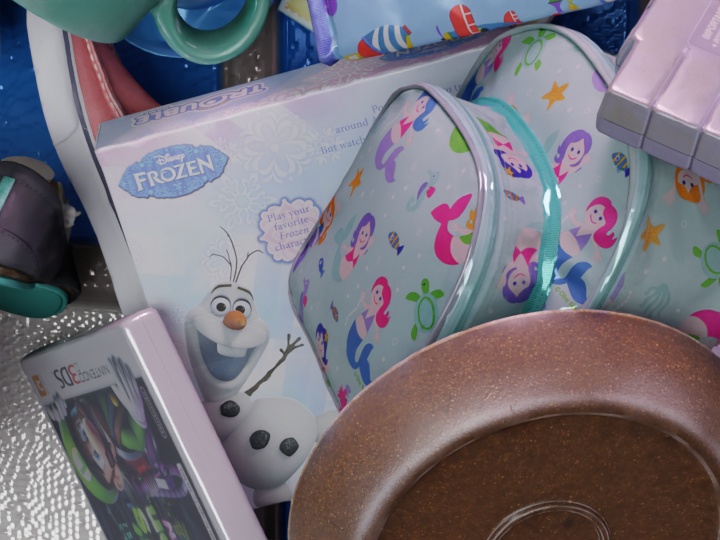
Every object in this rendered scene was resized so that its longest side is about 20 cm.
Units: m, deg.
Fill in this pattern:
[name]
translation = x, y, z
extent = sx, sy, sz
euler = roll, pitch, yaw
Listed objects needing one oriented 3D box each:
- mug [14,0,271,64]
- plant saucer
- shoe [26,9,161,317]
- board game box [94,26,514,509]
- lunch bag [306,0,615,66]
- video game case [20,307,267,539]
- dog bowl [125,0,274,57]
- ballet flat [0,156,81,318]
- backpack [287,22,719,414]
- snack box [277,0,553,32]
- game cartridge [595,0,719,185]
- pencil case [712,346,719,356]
[mug]
translation = -0.118, -0.190, 1.248
extent = 0.114, 0.185, 0.152
euler = -47, 52, 16
[plant saucer]
translation = 0.071, 0.104, 1.118
extent = 0.200, 0.035, 0.201
euler = -7, 128, -9
[shoe]
translation = -0.089, -0.052, 1.339
extent = 0.091, 0.072, 0.200
euler = -15, 112, 9
[board game box]
translation = 0.000, 0.000, 1.298
extent = 0.200, 0.043, 0.199
euler = -14, 114, 5
[lunch bag]
translation = 0.042, -0.205, 1.194
extent = 0.150, 0.094, 0.200
euler = -11, 98, 25
[video game case]
translation = -0.093, 0.121, 1.351
extent = 0.023, 0.182, 0.200
euler = -27, 93, -23
[dog bowl]
translation = -0.106, -0.198, 1.337
extent = 0.111, 0.050, 0.200
euler = -36, 90, 22
[ballet flat]
translation = -0.164, -0.019, 1.335
extent = 0.073, 0.200, 0.073
euler = 0, 84, -3
[backpack]
translation = 0.071, -0.003, 1.171
extent = 0.150, 0.178, 0.200
euler = 23, 115, -31
[snack box]
translation = 0.054, -0.172, 1.267
extent = 0.116, 0.037, 0.200
euler = 32, 123, 3
[game cartridge]
translation = 0.188, -0.102, 1.124
extent = 0.129, 0.200, 0.038
euler = 22, 141, 15
[pencil case]
translation = 0.190, 0.084, 1.259
extent = 0.200, 0.083, 0.091
euler = 9, 83, 0
